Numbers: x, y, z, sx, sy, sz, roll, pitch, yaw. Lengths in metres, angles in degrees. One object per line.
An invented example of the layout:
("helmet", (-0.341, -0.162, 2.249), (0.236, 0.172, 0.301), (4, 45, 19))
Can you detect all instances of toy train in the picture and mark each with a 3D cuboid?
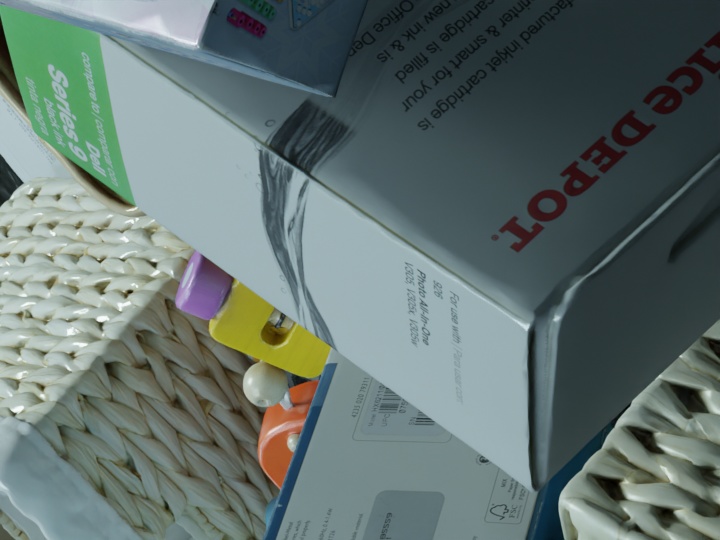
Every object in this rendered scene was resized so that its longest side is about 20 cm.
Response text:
("toy train", (0.028, 0.016, 0.928), (0.200, 0.056, 0.150), (-29, 121, 30))

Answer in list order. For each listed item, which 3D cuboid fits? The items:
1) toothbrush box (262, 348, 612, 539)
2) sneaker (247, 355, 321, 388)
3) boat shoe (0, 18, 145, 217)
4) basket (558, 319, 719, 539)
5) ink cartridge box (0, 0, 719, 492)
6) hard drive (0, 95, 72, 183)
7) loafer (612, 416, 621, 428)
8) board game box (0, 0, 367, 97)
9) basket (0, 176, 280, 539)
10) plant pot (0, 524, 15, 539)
("toothbrush box", (0.035, 0.132, 0.891), (0.085, 0.146, 0.200), (0, 132, 18))
("sneaker", (0.000, 0.000, 0.989), (0.077, 0.078, 0.200), (2, 129, 50))
("boat shoe", (-0.112, -0.103, 0.907), (0.200, 0.069, 0.074), (49, 131, -8))
("basket", (0.147, 0.109, 0.841), (0.136, 0.123, 0.200), (29, 149, 34))
("ink cartridge box", (0.020, -0.054, 0.784), (0.200, 0.146, 0.084), (36, 152, 27))
("hard drive", (-0.105, -0.072, 1.115), (0.132, 0.025, 0.200), (51, 156, -7))
("loafer", (0.085, 0.115, 1.018), (0.070, 0.068, 0.201), (50, 152, 12))
("board game box", (-0.042, -0.155, 0.688), (0.043, 0.199, 0.200), (19, -179, -36))
("basket", (-0.079, 0.078, 1.094), (0.198, 0.161, 0.200), (50, 156, -25))
("plant pot", (-0.174, 0.163, 1.414), (0.174, 0.200, 0.200), (56, 161, 28))
